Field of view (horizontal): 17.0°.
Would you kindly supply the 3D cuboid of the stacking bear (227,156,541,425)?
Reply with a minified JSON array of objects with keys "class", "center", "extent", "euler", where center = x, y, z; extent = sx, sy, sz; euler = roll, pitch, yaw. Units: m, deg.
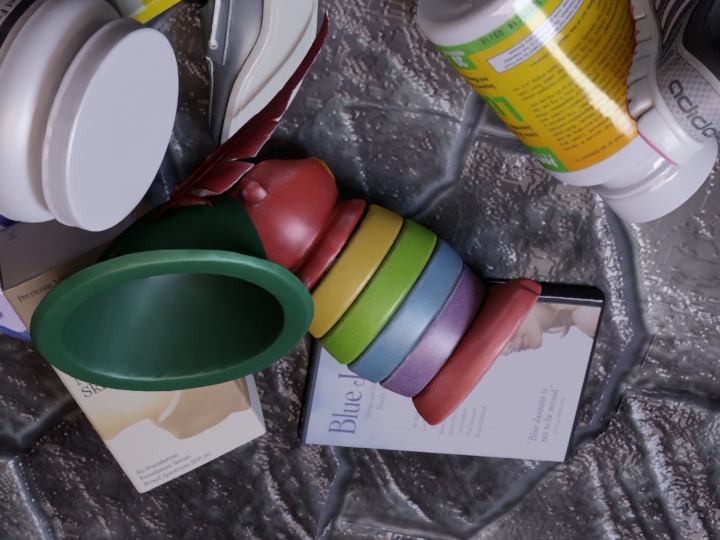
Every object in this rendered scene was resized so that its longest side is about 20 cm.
[{"class":"stacking bear","center":[0.000,0.000,1.574],"extent":[0.200,0.121,0.114],"euler":[36,82,-5]}]

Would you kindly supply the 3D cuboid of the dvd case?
[{"class":"dvd case","center":[0.062,0.068,1.684],"extent":[0.199,0.018,0.143],"euler":[5,123,-8]}]

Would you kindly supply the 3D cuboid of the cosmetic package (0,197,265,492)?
[{"class":"cosmetic package","center":[-0.152,0.043,1.602],"extent":[0.105,0.071,0.200],"euler":[-27,126,6]}]

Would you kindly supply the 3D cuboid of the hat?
[{"class":"hat","center":[-0.112,-0.040,1.514],"extent":[0.199,0.177,0.166],"euler":[-4,150,-6]}]

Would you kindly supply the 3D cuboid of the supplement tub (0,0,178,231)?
[{"class":"supplement tub","center":[-0.223,-0.111,1.425],"extent":[0.199,0.140,0.141],"euler":[20,125,20]}]

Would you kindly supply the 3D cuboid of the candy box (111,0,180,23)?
[{"class":"candy box","center":[-0.077,-0.239,1.432],"extent":[0.199,0.026,0.103],"euler":[-30,77,14]}]

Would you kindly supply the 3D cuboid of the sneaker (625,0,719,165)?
[{"class":"sneaker","center":[0.213,-0.147,1.448],"extent":[0.087,0.201,0.074],"euler":[-28,120,29]}]

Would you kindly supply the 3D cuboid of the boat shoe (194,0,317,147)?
[{"class":"boat shoe","center":[-0.069,-0.163,1.509],"extent":[0.062,0.073,0.201],"euler":[33,131,22]}]

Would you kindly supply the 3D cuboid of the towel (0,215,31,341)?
[{"class":"towel","center":[-0.232,-0.050,1.576],"extent":[0.144,0.024,0.200],"euler":[24,117,-21]}]

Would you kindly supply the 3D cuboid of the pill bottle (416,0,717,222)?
[{"class":"pill bottle","center":[0.136,-0.124,1.511],"extent":[0.111,0.111,0.200],"euler":[-36,119,17]}]
